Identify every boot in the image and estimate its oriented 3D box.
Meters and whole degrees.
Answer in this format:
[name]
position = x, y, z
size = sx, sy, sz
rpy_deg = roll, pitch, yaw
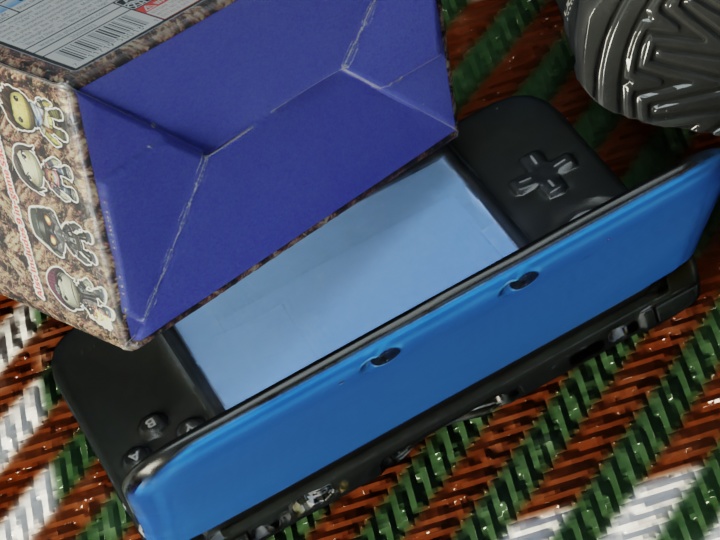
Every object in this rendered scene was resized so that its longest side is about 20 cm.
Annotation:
[boot]
position = 0.132, -0.100, 0.906
size = 0.165, 0.066, 0.200
rpy_deg = 18, 21, -15

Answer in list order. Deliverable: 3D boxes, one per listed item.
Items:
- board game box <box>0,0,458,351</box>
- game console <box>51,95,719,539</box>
[board game box]
position = -0.095, -0.077, 0.883
size = 0.200, 0.097, 0.159
rpy_deg = 22, 43, 40
[game console]
position = 0.000, 0.000, 0.822
size = 0.200, 0.118, 0.171
rpy_deg = -28, 45, -8
